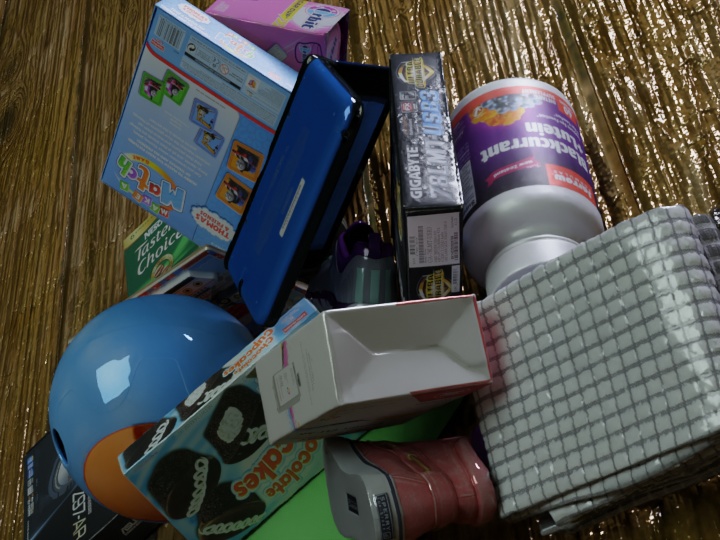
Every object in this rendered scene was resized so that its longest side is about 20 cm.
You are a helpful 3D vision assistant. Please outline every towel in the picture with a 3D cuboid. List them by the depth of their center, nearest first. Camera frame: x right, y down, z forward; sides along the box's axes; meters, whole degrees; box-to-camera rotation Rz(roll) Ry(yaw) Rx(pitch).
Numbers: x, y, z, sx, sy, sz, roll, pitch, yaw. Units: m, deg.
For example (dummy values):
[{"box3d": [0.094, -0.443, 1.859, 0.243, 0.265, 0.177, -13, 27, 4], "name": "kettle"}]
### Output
[{"box3d": [0.171, 0.072, 0.920, 0.200, 0.085, 0.166, -33, 58, 36], "name": "towel"}]

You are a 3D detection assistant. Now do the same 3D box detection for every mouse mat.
[{"box3d": [-0.011, 0.167, 1.108, 0.161, 0.008, 0.200, -4, 43, 50], "name": "mouse mat"}]

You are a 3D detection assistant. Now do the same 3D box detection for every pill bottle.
[{"box3d": [0.129, -0.048, 1.075, 0.111, 0.111, 0.201, -34, 39, 27], "name": "pill bottle"}]

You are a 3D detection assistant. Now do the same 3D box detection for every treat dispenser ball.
[{"box3d": [-0.172, 0.121, 1.215, 0.200, 0.201, 0.201, -31, 40, 30], "name": "treat dispenser ball"}]

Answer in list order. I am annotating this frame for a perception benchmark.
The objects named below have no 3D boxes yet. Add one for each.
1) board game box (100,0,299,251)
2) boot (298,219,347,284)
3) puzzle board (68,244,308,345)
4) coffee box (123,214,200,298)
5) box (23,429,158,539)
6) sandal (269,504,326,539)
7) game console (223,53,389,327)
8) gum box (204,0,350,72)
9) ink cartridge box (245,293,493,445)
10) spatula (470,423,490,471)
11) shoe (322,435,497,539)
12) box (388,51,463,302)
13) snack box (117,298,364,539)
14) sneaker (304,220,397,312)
[{"box3d": [-0.139, -0.119, 1.216, 0.037, 0.151, 0.200, -48, -12, -51], "name": "board game box"}, {"box3d": [-0.090, -0.055, 1.405, 0.182, 0.073, 0.200, -35, 31, 24], "name": "boot"}, {"box3d": [-0.158, 0.049, 1.313, 0.200, 0.150, 0.017, -32, 54, 30], "name": "puzzle board"}, {"box3d": [-0.202, 0.001, 1.502, 0.123, 0.044, 0.200, -40, 36, 21], "name": "coffee box"}, {"box3d": [-0.276, 0.220, 1.400, 0.160, 0.043, 0.200, -41, 35, 19], "name": "box"}, {"box3d": [-0.063, 0.277, 1.071, 0.075, 0.048, 0.201, -17, 40, 40], "name": "sandal"}, {"box3d": [-0.022, -0.064, 1.137, 0.201, 0.118, 0.171, -67, 28, 19], "name": "game console"}, {"box3d": [-0.078, -0.142, 1.244, 0.113, 0.201, 0.066, 13, 34, 13], "name": "gum box"}, {"box3d": [-0.002, 0.078, 0.994, 0.200, 0.116, 0.068, 142, 119, -65], "name": "ink cartridge box"}, {"box3d": [0.141, 0.091, 1.017, 0.200, 0.021, 0.057, -47, 44, 8], "name": "spatula"}, {"box3d": [0.031, 0.156, 0.998, 0.200, 0.091, 0.072, -178, 80, -78], "name": "shoe"}, {"box3d": [0.051, -0.037, 1.099, 0.049, 0.199, 0.201, -2, 43, -1], "name": "box"}, {"box3d": [-0.083, 0.131, 1.119, 0.200, 0.116, 0.037, -41, 26, -4], "name": "snack box"}, {"box3d": [0.000, 0.000, 1.176, 0.200, 0.074, 0.088, -155, 69, -75], "name": "sneaker"}]
